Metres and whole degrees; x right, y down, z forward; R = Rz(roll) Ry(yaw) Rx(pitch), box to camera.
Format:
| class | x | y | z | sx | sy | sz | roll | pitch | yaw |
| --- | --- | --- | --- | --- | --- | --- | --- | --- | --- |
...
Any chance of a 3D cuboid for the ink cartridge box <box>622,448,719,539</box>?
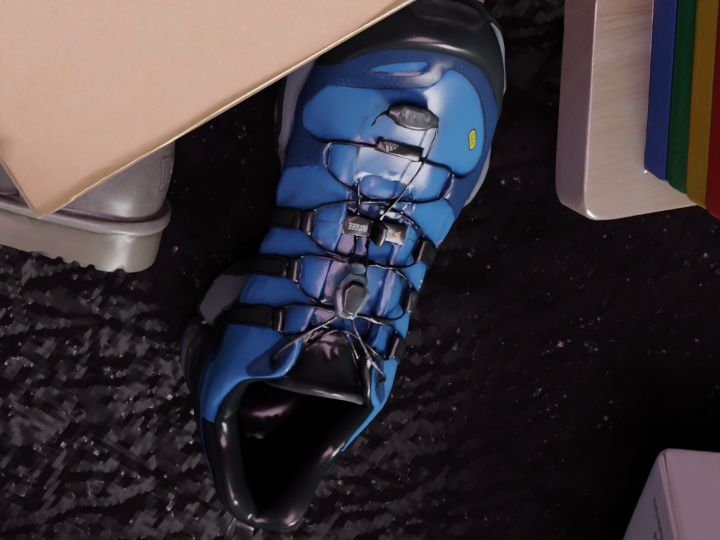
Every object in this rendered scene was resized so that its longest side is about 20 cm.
| class | x | y | z | sx | sy | sz | roll | pitch | yaw |
| --- | --- | --- | --- | --- | --- | --- | --- | --- | --- |
| ink cartridge box | 0.149 | 0.162 | 0.921 | 0.144 | 0.085 | 0.201 | 5 | 134 | -10 |

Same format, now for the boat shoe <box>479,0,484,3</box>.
| class | x | y | z | sx | sy | sz | roll | pitch | yaw |
| --- | --- | --- | --- | --- | --- | --- | --- | --- | --- |
| boat shoe | 0.042 | -0.142 | 0.838 | 0.072 | 0.072 | 0.201 | 23 | 117 | -20 |

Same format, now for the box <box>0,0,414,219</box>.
| class | x | y | z | sx | sy | sz | roll | pitch | yaw |
| --- | --- | --- | --- | --- | --- | --- | --- | --- | --- |
| box | -0.051 | -0.132 | 0.762 | 0.199 | 0.021 | 0.164 | -30 | 107 | 7 |

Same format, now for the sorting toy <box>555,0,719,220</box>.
| class | x | y | z | sx | sy | sz | roll | pitch | yaw |
| --- | --- | --- | --- | --- | --- | --- | --- | --- | --- |
| sorting toy | 0.167 | -0.116 | 0.821 | 0.199 | 0.070 | 0.200 | -9 | 114 | -26 |

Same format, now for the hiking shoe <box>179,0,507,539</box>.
| class | x | y | z | sx | sy | sz | roll | pitch | yaw |
| --- | --- | --- | --- | --- | --- | --- | --- | --- | --- |
| hiking shoe | 0.000 | 0.000 | 0.847 | 0.074 | 0.087 | 0.201 | 9 | 132 | -17 |

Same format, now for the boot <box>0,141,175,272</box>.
| class | x | y | z | sx | sy | sz | roll | pitch | yaw |
| --- | --- | --- | --- | --- | --- | --- | --- | --- | --- |
| boot | -0.110 | -0.113 | 0.827 | 0.181 | 0.073 | 0.201 | 11 | 113 | -15 |
